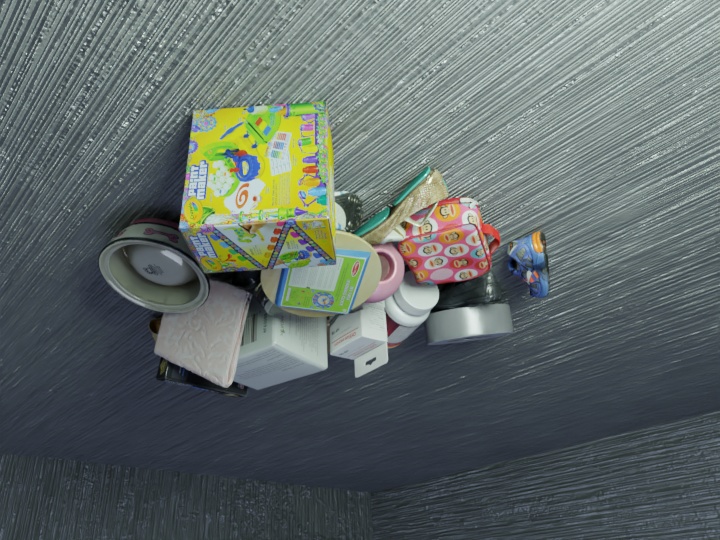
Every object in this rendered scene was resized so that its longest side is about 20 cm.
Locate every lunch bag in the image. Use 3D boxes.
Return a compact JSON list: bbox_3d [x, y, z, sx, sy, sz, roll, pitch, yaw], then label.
[{"bbox_3d":[0.167,-0.050,1.116,0.175,0.082,0.200,-11,149,13],"label":"lunch bag"}]

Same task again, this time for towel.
[{"bbox_3d":[-0.307,0.105,1.181,0.199,0.192,0.032,17,-176,29],"label":"towel"}]

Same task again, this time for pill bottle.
[{"bbox_3d":[0.086,0.085,1.320,0.109,0.110,0.200,8,149,-19],"label":"pill bottle"}]

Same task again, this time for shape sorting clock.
[{"bbox_3d":[-0.064,0.007,1.000,0.199,0.039,0.200,-2,135,-2],"label":"shape sorting clock"}]

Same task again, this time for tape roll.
[{"bbox_3d":[0.246,0.125,1.391,0.199,0.066,0.200,-7,170,-1],"label":"tape roll"}]

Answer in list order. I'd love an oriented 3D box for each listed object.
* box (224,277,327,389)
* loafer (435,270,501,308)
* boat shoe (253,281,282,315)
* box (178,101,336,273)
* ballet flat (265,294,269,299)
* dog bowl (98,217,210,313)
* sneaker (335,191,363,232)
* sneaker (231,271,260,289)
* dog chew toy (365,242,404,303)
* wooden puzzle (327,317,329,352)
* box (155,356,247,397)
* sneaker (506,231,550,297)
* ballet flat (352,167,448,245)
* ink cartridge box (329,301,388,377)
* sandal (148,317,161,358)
[{"bbox_3d":[-0.193,0.116,1.260,0.198,0.201,0.171,-21,144,28],"label":"box"},{"bbox_3d":[0.220,0.043,1.306,0.068,0.071,0.200,-6,174,-36],"label":"loafer"},{"bbox_3d":[-0.117,-0.009,1.125,0.201,0.061,0.072,-46,157,0],"label":"boat shoe"},{"bbox_3d":[-0.134,-0.117,0.849,0.192,0.201,0.122,-3,151,1],"label":"box"},{"bbox_3d":[-0.122,-0.041,1.037,0.063,0.069,0.201,-3,113,-30],"label":"ballet flat"},{"bbox_3d":[-0.363,-0.012,1.105,0.199,0.074,0.201,5,139,4],"label":"dog bowl"},{"bbox_3d":[-0.065,-0.097,0.996,0.072,0.072,0.200,12,-168,35],"label":"sneaker"},{"bbox_3d":[-0.213,-0.035,1.119,0.114,0.076,0.199,17,142,-29],"label":"sneaker"},{"bbox_3d":[0.000,0.000,1.145,0.124,0.125,0.200,10,173,-21],"label":"dog chew toy"},{"bbox_3d":[-0.105,0.157,1.503,0.199,0.046,0.185,-7,150,18],"label":"wooden puzzle"},{"bbox_3d":[-0.325,0.160,1.325,0.198,0.201,0.050,24,153,-37],"label":"box"},{"bbox_3d":[0.340,-0.010,1.228,0.078,0.076,0.200,-4,144,20],"label":"sneaker"},{"bbox_3d":[0.067,-0.087,1.013,0.065,0.071,0.200,44,120,-13],"label":"ballet flat"},{"bbox_3d":[-0.007,0.107,1.259,0.067,0.201,0.116,18,144,-33],"label":"ink cartridge box"},{"bbox_3d":[-0.453,0.127,1.408,0.069,0.078,0.212,30,135,-14],"label":"sandal"}]
